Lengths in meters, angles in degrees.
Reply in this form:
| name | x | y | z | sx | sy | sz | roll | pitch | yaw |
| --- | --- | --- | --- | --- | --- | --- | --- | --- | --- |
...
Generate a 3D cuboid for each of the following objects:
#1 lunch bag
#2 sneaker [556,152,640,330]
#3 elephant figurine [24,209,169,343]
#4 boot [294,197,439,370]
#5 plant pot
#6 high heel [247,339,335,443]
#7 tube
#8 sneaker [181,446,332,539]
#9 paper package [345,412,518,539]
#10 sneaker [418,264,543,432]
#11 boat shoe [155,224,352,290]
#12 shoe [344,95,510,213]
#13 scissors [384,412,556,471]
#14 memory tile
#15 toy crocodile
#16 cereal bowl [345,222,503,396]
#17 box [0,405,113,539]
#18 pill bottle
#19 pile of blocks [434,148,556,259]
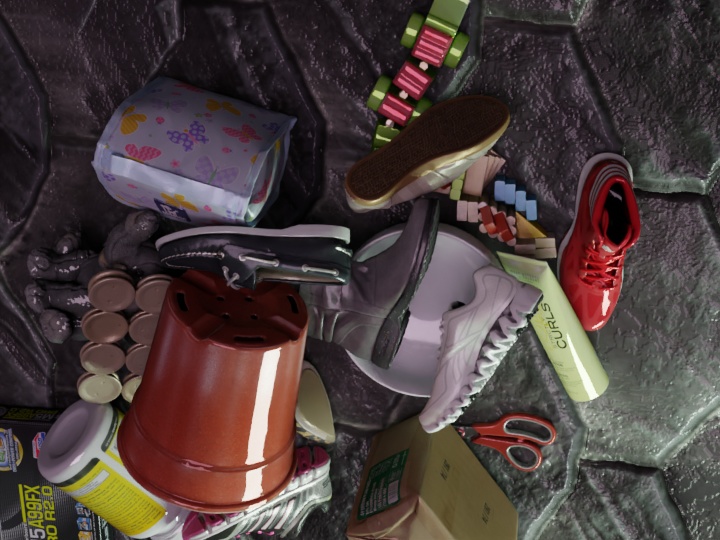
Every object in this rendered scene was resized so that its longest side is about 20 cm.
| name | x | y | z | sx | sy | sz | roll | pitch | yaw |
| --- | --- | --- | --- | --- | --- | --- | --- | --- | --- |
| lunch bag | -0.174 | -0.113 | 1.208 | 0.168 | 0.200 | 0.128 | 16 | 111 | 2 |
| sneaker | 0.251 | -0.016 | 1.222 | 0.077 | 0.116 | 0.202 | 2 | 110 | 8 |
| elephant figurine | -0.263 | 0.010 | 1.287 | 0.198 | 0.155 | 0.143 | -15 | 99 | 21 |
| boot | 0.000 | 0.000 | 1.207 | 0.131 | 0.070 | 0.202 | 22 | 107 | 7 |
| plant pot | -0.144 | 0.111 | 1.204 | 0.199 | 0.201 | 0.197 | 17 | 121 | 2 |
| high heel | -0.123 | 0.142 | 1.381 | 0.142 | 0.072 | 0.201 | -12 | 126 | 40 |
| tube | 0.213 | 0.059 | 1.262 | 0.058 | 0.052 | 0.201 | -19 | 122 | 21 |
| sneaker | -0.116 | 0.294 | 1.385 | 0.199 | 0.074 | 0.088 | -26 | 115 | -17 |
| paper package | 0.087 | 0.285 | 1.303 | 0.103 | 0.200 | 0.191 | -33 | 104 | 21 |
| sneaker | 0.113 | 0.083 | 1.222 | 0.081 | 0.075 | 0.201 | 34 | 109 | 9 |
| boat shoe | -0.107 | -0.010 | 1.156 | 0.198 | 0.076 | 0.061 | -3 | 78 | 2 |
| shoe | 0.068 | -0.120 | 1.199 | 0.199 | 0.054 | 0.070 | -29 | 66 | -13 |
| scissors | 0.132 | 0.187 | 1.370 | 0.198 | 0.014 | 0.074 | 15 | 113 | 4 |
| memory tile | -0.235 | 0.079 | 1.280 | 0.152 | 0.017 | 0.201 | 2 | 133 | -18 |
| toy crocodile | 0.060 | -0.209 | 1.212 | 0.067 | 0.062 | 0.201 | 28 | 111 | -2 |
| cereal bowl | 0.073 | 0.036 | 1.285 | 0.198 | 0.083 | 0.202 | 3 | 109 | 8 |
| box | -0.403 | 0.273 | 1.463 | 0.158 | 0.044 | 0.202 | 3 | 110 | 7 |
| pill bottle | -0.279 | 0.249 | 1.379 | 0.112 | 0.113 | 0.200 | -34 | 122 | 18 |
| pile of blocks | 0.139 | -0.077 | 1.246 | 0.199 | 0.062 | 0.082 | 34 | 111 | -5 |
